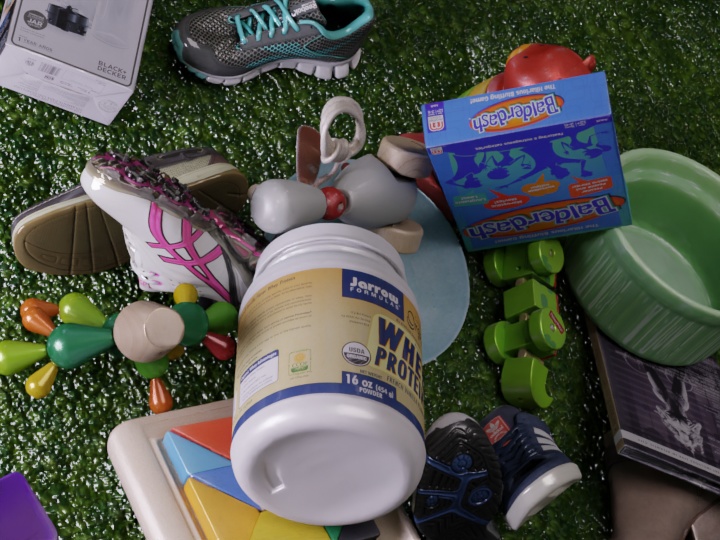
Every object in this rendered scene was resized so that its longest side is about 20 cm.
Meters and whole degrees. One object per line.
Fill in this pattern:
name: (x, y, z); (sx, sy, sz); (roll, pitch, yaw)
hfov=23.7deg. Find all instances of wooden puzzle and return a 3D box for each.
wooden puzzle: (-0.072, 0.172, 1.321); (0.199, 0.037, 0.185); (-13, 57, -29)

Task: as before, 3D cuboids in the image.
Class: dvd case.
dvd case: (0.281, 0.121, 1.556); (0.148, 0.016, 0.200); (23, 31, -18)

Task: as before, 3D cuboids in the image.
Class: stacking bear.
stacking bear: (0.133, -0.132, 1.535); (0.121, 0.200, 0.114); (-31, 83, -38)

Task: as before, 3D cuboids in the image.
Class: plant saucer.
plant saucer: (0.000, 0.000, 1.490); (0.200, 0.039, 0.202); (14, 58, -24)

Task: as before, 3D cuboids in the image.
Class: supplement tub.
supplement tub: (-0.024, 0.076, 1.307); (0.144, 0.144, 0.200); (19, 44, -20)

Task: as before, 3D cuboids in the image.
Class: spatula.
spatula: (-0.297, 0.130, 1.256); (0.200, 0.021, 0.056); (51, 46, 4)

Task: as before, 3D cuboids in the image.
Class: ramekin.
ramekin: (0.287, -0.008, 1.604); (0.199, 0.098, 0.200); (19, 44, -19)

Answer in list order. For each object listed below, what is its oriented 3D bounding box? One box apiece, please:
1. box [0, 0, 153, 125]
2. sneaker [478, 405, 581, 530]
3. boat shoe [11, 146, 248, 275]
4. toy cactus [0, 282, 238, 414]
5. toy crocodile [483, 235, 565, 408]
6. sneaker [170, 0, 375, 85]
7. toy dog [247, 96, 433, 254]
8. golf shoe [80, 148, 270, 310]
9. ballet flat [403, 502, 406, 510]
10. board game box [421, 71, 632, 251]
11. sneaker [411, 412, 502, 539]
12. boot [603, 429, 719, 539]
box: (-0.238, -0.236, 1.462); (0.116, 0.060, 0.201); (18, 58, -21)
sneaker: (0.128, 0.154, 1.405); (0.075, 0.200, 0.085); (-37, 85, 1)
boat shoe: (-0.192, -0.053, 1.392); (0.200, 0.072, 0.066); (-17, 42, -22)
toy cactus: (-0.176, 0.057, 1.287); (0.199, 0.165, 0.103); (2, 84, -24)
toy crocodile: (0.154, 0.027, 1.549); (0.062, 0.067, 0.201); (29, 53, -40)
sneaker: (-0.073, -0.220, 1.530); (0.199, 0.091, 0.078); (-10, 70, -34)
toy dog: (-0.024, -0.072, 1.425); (0.200, 0.096, 0.132); (25, 91, -52)
golf shoe: (-0.150, -0.021, 1.343); (0.200, 0.092, 0.073); (34, 9, -43)
ballet flat: (0.014, 0.198, 1.380); (0.066, 0.057, 0.201); (16, 58, -21)
board game box: (0.145, -0.087, 1.448); (0.152, 0.200, 0.045); (-10, 64, 10)
sneaker: (0.069, 0.174, 1.356); (0.075, 0.200, 0.077); (-15, 48, -9)
boot: (0.245, 0.208, 1.512); (0.199, 0.070, 0.147); (1, 58, -31)
